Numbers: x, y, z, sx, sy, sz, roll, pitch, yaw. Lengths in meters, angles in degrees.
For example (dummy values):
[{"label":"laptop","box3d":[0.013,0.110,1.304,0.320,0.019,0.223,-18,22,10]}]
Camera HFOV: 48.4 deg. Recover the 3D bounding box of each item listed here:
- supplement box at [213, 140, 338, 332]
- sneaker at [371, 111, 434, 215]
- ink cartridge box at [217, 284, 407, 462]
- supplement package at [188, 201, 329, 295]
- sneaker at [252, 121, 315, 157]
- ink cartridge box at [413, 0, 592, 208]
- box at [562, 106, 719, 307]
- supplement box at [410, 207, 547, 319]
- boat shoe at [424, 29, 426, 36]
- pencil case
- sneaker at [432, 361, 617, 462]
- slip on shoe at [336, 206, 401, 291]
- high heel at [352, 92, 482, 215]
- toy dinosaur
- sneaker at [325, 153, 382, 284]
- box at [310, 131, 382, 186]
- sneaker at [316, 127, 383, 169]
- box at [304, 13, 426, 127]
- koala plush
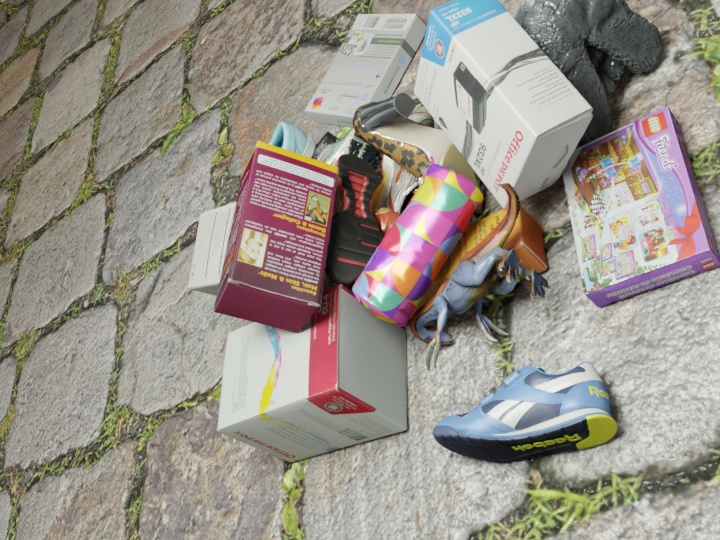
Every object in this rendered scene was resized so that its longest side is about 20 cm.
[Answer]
[{"label":"supplement box","box3d":[-0.100,-0.040,0.967,0.086,0.110,0.201,129,152,-55]},{"label":"sneaker","box3d":[0.074,-0.128,1.131,0.082,0.078,0.201,7,77,38]},{"label":"ink cartridge box","box3d":[-0.060,0.138,1.019,0.199,0.145,0.146,-23,50,30]},{"label":"supplement package","box3d":[-0.141,-0.026,1.142,0.199,0.121,0.121,-8,70,52]},{"label":"sneaker","box3d":[-0.155,-0.147,1.275,0.074,0.082,0.201,18,77,50]},{"label":"ink cartridge box","box3d":[0.156,-0.197,0.926,0.083,0.145,0.201,-27,68,-18]},{"label":"box","box3d":[0.304,-0.072,0.893,0.136,0.039,0.201,-24,50,32]},{"label":"supplement box","box3d":[0.127,-0.006,0.998,0.199,0.069,0.067,-26,46,32]},{"label":"boat shoe","box3d":[0.158,-0.326,1.173,0.200,0.072,0.068,26,82,49]},{"label":"pencil case","box3d":[0.068,-0.032,0.961,0.088,0.088,0.201,26,82,49]},{"label":"sneaker","box3d":[0.171,0.151,0.853,0.199,0.074,0.083,-16,52,27]},{"label":"slip on shoe","box3d":[0.000,0.000,1.086,0.061,0.074,0.201,42,112,19]},{"label":"high heel","box3d":[0.076,-0.149,1.075,0.071,0.200,0.142,-47,20,-19]},{"label":"toy dinosaur","box3d":[0.128,0.025,0.941,0.181,0.105,0.202,-15,64,48]},{"label":"sneaker","box3d":[-0.020,-0.054,1.041,0.087,0.073,0.201,129,153,-47]},{"label":"box","box3d":[-0.061,-0.095,1.247,0.200,0.050,0.199,-49,42,6]},{"label":"sneaker","box3d":[-0.021,-0.172,1.169,0.200,0.078,0.086,-47,38,-3]},{"label":"box","box3d":[0.008,-0.337,1.346,0.155,0.041,0.201,19,77,48]},{"label":"koala plush","box3d":[0.231,-0.275,1.008,0.178,0.183,0.200,-56,31,-2]}]
